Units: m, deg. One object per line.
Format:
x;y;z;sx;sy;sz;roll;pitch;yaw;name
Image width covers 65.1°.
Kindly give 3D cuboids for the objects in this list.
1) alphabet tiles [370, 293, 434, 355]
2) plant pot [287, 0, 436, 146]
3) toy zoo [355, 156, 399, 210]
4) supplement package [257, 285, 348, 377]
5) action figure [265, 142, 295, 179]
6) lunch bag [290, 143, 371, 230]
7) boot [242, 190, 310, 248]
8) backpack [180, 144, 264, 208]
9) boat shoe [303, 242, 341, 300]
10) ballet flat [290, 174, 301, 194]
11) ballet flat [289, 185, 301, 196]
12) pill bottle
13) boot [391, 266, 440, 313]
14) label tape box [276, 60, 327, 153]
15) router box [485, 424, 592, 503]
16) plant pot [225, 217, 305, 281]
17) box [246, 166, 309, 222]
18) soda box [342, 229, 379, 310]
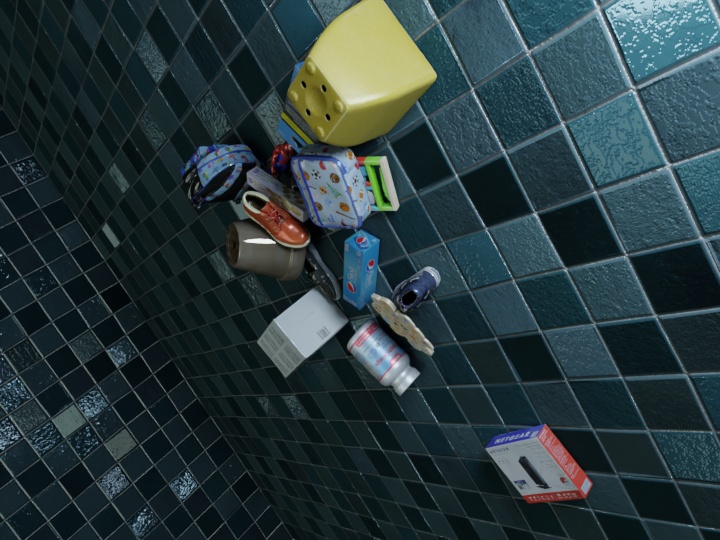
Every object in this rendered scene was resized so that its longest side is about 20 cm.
0.106;0.136;1.423;0.200;0.015;0.195;49;166;-21;alphabet tiles
-0.019;-0.349;1.051;0.195;0.199;0.195;52;144;-1;plant pot
-0.018;-0.195;1.278;0.197;0.021;0.133;5;134;28;toy zoo
-0.175;0.183;1.688;0.148;0.191;0.200;49;145;4;supplement package
-0.204;-0.271;1.443;0.200;0.064;0.052;-50;57;55;action figure
-0.068;-0.180;1.253;0.158;0.076;0.202;8;134;29;lunch bag
-0.212;-0.127;1.407;0.198;0.076;0.107;33;170;1;boot
-0.369;-0.274;1.534;0.199;0.181;0.136;-33;78;41;backpack
-0.127;0.005;1.597;0.202;0.056;0.068;57;144;-6;boat shoe
-0.095;-0.164;1.368;0.199;0.058;0.066;36;140;-28;ballet flat
-0.131;-0.221;1.419;0.065;0.071;0.200;27;150;-14;ballet flat
0.064;0.241;1.542;0.200;0.108;0.109;43;144;12;pill bottle
0.109;0.065;1.355;0.073;0.090;0.200;46;144;7;boot
-0.100;-0.346;1.261;0.144;0.063;0.201;45;145;7;label tape box
0.432;0.479;1.385;0.180;0.049;0.200;51;145;2;router box
-0.263;-0.068;1.523;0.199;0.171;0.204;8;99;58;plant pot
-0.204;-0.193;1.422;0.199;0.039;0.042;36;144;19;box
0.000;0.000;1.441;0.064;0.068;0.202;32;140;26;soda box
